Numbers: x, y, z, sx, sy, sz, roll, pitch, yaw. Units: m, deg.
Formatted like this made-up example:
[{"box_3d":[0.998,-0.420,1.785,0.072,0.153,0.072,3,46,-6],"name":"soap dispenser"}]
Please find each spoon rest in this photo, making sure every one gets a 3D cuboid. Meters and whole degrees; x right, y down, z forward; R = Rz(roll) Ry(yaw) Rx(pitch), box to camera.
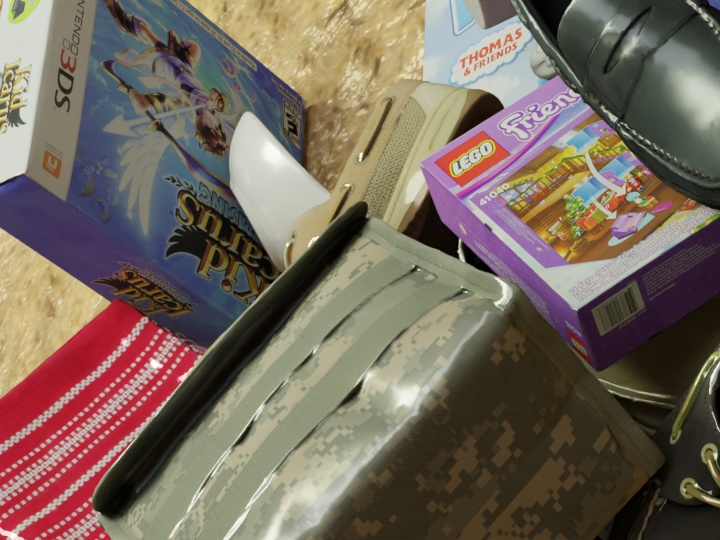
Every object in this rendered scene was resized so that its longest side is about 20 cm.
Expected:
[{"box_3d":[-0.010,-0.004,1.052,0.060,0.100,0.201,-29,54,-2],"name":"spoon rest"}]

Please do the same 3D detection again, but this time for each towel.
[{"box_3d":[-0.093,0.097,0.973,0.199,0.023,0.144,29,55,33],"name":"towel"}]

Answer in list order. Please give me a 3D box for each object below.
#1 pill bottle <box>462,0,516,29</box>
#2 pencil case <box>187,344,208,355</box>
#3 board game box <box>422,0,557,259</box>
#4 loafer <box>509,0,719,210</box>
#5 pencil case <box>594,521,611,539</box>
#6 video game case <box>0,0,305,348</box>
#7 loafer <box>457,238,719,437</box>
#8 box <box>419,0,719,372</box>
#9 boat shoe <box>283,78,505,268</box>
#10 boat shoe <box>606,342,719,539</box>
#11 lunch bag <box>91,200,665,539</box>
[{"box_3d":[0.126,-0.193,0.964,0.199,0.112,0.112,-28,40,0],"name":"pill bottle"},{"box_3d":[-0.114,0.133,1.021,0.094,0.090,0.201,-43,15,47],"name":"pencil case"},{"box_3d":[0.096,-0.104,1.041,0.151,0.037,0.201,-26,45,34],"name":"board game box"},{"box_3d":[0.110,-0.087,0.837,0.068,0.070,0.201,-55,35,16],"name":"loafer"},{"box_3d":[0.060,0.098,0.872,0.093,0.085,0.200,-63,38,27],"name":"pencil case"},{"box_3d":[-0.108,-0.064,1.099,0.045,0.200,0.182,-23,47,32],"name":"video game case"},{"box_3d":[0.107,0.020,0.907,0.199,0.068,0.076,18,76,52],"name":"loafer"},{"box_3d":[0.141,-0.054,0.885,0.199,0.039,0.137,-32,39,-9],"name":"box"},{"box_3d":[0.000,0.000,0.974,0.064,0.071,0.201,17,66,33],"name":"boat shoe"},{"box_3d":[0.143,0.062,0.754,0.071,0.061,0.202,29,86,12],"name":"boat shoe"},{"box_3d":[-0.011,0.069,0.796,0.164,0.118,0.200,-47,28,-7],"name":"lunch bag"}]
